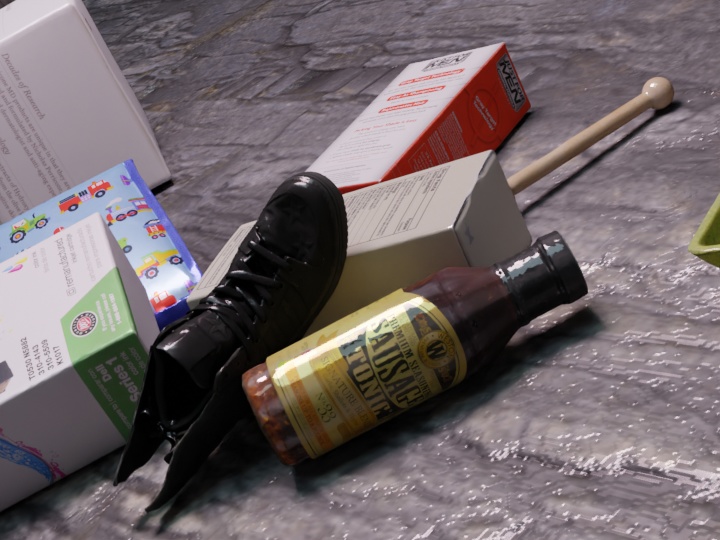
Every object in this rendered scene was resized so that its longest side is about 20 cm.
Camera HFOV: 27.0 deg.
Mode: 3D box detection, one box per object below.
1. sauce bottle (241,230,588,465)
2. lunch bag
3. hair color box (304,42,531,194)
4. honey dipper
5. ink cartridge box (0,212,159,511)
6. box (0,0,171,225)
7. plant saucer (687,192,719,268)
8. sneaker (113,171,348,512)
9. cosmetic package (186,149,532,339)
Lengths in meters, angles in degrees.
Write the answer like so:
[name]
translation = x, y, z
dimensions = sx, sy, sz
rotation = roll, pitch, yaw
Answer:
[sauce bottle]
translation = 0.032, 0.039, 0.845
dimensions = 0.199, 0.066, 0.066
rotation = -29, 22, 1
[lunch bag]
translation = -0.203, 0.016, 1.153
dimensions = 0.149, 0.095, 0.200
rotation = -28, 31, -9
[hair color box]
translation = 0.038, -0.090, 1.124
dimensions = 0.101, 0.062, 0.200
rotation = -7, 31, 41
[honey dipper]
translation = 0.139, -0.078, 1.023
dimensions = 0.199, 0.038, 0.038
rotation = -31, 22, -18
[ink cartridge box]
translation = -0.234, 0.072, 1.008
dimensions = 0.198, 0.084, 0.145
rotation = -28, 40, -1
[box]
translation = -0.311, -0.155, 1.480
dimensions = 0.170, 0.201, 0.199
rotation = -30, 22, -2
[plant saucer]
translation = 0.296, -0.056, 0.773
dimensions = 0.198, 0.048, 0.200
rotation = -8, 30, 40
[sneaker]
translation = -0.076, 0.039, 0.878
dimensions = 0.060, 0.201, 0.104
rotation = 32, 22, 19
[cosmetic package]
translation = 0.000, 0.000, 0.958
dimensions = 0.198, 0.072, 0.105
rotation = -14, 25, 30
